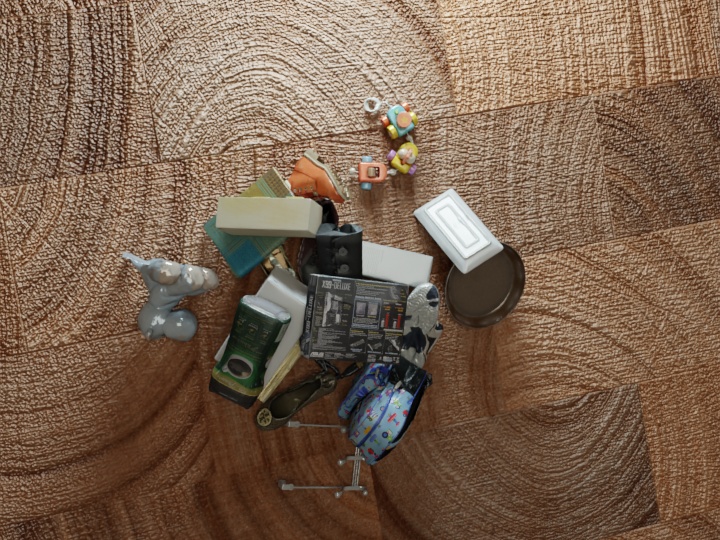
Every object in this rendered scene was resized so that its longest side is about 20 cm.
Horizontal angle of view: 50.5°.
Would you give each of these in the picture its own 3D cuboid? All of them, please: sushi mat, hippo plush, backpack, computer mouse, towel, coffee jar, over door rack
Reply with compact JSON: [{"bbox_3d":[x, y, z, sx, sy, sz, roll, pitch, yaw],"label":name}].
[{"bbox_3d":[-0.180,0.176,1.638,0.095,0.012,0.201,38,85,-7],"label":"sushi mat"},{"bbox_3d":[-0.392,0.062,1.528,0.197,0.159,0.163,11,88,-10],"label":"hippo plush"},{"bbox_3d":[0.037,0.284,1.560,0.134,0.183,0.201,35,42,-4],"label":"backpack"},{"bbox_3d":[-0.021,0.145,1.644,0.199,0.046,0.141,-39,102,-10],"label":"computer mouse"},{"bbox_3d":[-0.215,-0.098,1.579,0.199,0.022,0.147,-39,74,8],"label":"towel"},{"bbox_3d":[-0.212,0.156,1.448,0.103,0.085,0.202,25,102,4],"label":"coffee jar"},{"bbox_3d":[-0.073,0.402,1.630,0.197,0.067,0.150,6,88,-9],"label":"over door rack"}]

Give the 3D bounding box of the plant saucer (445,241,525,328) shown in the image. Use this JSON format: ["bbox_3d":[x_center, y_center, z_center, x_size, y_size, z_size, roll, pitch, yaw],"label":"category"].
[{"bbox_3d":[0.269,0.028,1.676,0.197,0.032,0.203,-8,112,-19],"label":"plant saucer"}]

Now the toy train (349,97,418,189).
[{"bbox_3d":[0.057,-0.275,1.654,0.148,0.056,0.203,5,90,-10],"label":"toy train"}]

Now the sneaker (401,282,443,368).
[{"bbox_3d":[0.135,0.104,1.628,0.078,0.130,0.202,9,112,14],"label":"sneaker"}]

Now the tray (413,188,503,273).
[{"bbox_3d":[0.208,-0.092,1.639,0.107,0.022,0.201,-31,58,-8],"label":"tray"}]

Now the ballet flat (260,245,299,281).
[{"bbox_3d":[-0.186,-0.025,1.609,0.070,0.071,0.201,-33,95,-8],"label":"ballet flat"}]

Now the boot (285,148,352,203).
[{"bbox_3d":[-0.090,-0.169,1.573,0.107,0.200,0.075,-45,127,-1],"label":"boot"}]

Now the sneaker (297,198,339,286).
[{"bbox_3d":[-0.086,-0.056,1.599,0.074,0.115,0.203,4,89,-13],"label":"sneaker"}]

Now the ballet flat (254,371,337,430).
[{"bbox_3d":[-0.139,0.272,1.605,0.198,0.046,0.068,-29,68,1],"label":"ballet flat"}]

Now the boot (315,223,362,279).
[{"bbox_3d":[-0.001,0.000,1.538,0.162,0.066,0.203,-6,116,-1],"label":"boot"}]

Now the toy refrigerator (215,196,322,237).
[{"bbox_3d":[-0.181,-0.109,1.520,0.197,0.076,0.071,3,82,17],"label":"toy refrigerator"}]

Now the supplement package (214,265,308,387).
[{"bbox_3d":[-0.184,0.114,1.545,0.119,0.121,0.201,34,102,-6],"label":"supplement package"}]

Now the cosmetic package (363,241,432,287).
[{"bbox_3d":[0.045,-0.015,1.631,0.197,0.101,0.072,12,89,-9],"label":"cosmetic package"}]

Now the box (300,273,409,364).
[{"bbox_3d":[-0.010,0.096,1.481,0.197,0.050,0.160,6,92,-23],"label":"box"}]
